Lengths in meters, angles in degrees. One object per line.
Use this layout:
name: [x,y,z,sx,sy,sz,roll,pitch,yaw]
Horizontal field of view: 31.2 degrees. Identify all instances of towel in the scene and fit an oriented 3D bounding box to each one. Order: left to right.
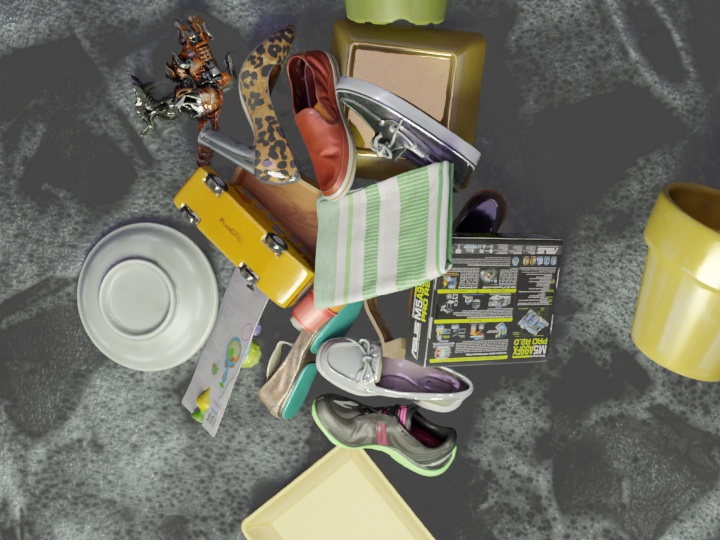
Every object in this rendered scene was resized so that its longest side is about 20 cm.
towel: [0.025,-0.043,1.546,0.199,0.023,0.153,-14,64,35]

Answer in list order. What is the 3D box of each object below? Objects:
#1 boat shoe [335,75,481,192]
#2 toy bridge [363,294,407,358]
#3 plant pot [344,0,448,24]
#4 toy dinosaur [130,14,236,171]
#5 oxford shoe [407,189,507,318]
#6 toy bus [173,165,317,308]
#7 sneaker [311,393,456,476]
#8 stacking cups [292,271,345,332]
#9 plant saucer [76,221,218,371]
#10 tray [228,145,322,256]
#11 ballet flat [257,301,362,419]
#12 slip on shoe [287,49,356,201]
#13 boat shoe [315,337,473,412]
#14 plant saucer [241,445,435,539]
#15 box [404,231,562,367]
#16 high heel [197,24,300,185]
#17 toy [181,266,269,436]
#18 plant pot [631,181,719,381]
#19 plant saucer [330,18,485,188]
boat shoe: [0.047,-0.164,1.573,0.199,0.074,0.068,32,84,-5]
toy bridge: [0.032,0.015,1.644,0.067,0.027,0.201,-22,63,42]
plant pot: [0.045,-0.399,1.570,0.199,0.200,0.191,4,105,8]
toy dinosaur: [-0.224,-0.224,1.663,0.135,0.102,0.201,-9,71,-8]
oxford shoe: [0.118,-0.015,1.637,0.071,0.073,0.201,29,98,3]
toy bus: [-0.140,-0.045,1.626,0.200,0.078,0.065,44,109,7]
sneaker: [0.033,0.194,1.647,0.199,0.077,0.084,19,129,-12]
stacking cups: [0.000,0.000,1.609,0.200,0.061,0.061,-43,88,13]
plant saucer: [-0.289,0.037,1.705,0.199,0.050,0.201,1,94,11]
tray: [-0.079,-0.069,1.664,0.199,0.037,0.099,31,105,10]
ballet flat: [-0.074,0.098,1.680,0.067,0.068,0.200,36,97,27]
slip on shoe: [-0.053,-0.181,1.598,0.074,0.061,0.201,-25,70,47]
boat shoe: [0.044,0.128,1.639,0.201,0.065,0.075,19,68,-7]
plant saucer: [-0.022,0.350,1.699,0.200,0.048,0.200,-39,88,9]
box: [0.153,0.035,1.587,0.199,0.044,0.161,-1,102,-34]
high heel: [-0.097,-0.208,1.638,0.142,0.071,0.201,29,79,13]
toy: [-0.164,0.109,1.687,0.047,0.115,0.201,21,96,-34]
plant pot: [0.421,0.021,1.548,0.200,0.201,0.190,21,113,6]
plant saucer: [0.049,-0.213,1.637,0.199,0.048,0.201,7,95,7]
